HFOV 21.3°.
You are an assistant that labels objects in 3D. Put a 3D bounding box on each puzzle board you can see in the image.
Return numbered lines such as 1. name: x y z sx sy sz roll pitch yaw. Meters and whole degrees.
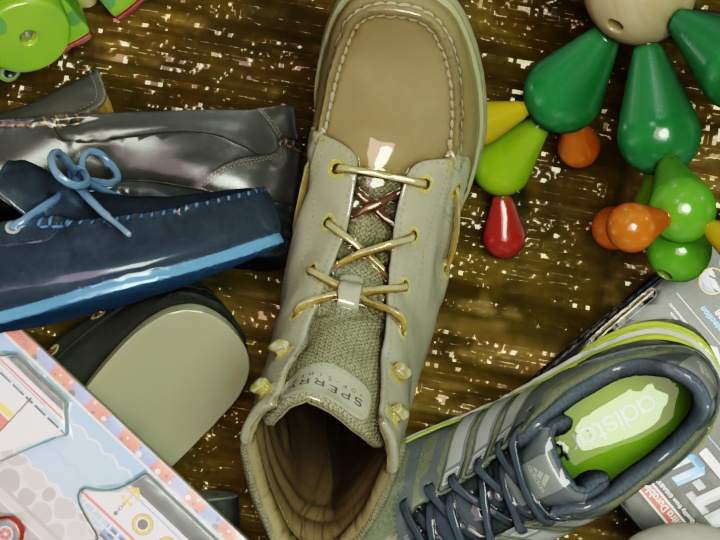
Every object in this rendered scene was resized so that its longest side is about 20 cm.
1. puzzle board: -0.138 0.130 0.794 0.200 0.017 0.151 43 92 1

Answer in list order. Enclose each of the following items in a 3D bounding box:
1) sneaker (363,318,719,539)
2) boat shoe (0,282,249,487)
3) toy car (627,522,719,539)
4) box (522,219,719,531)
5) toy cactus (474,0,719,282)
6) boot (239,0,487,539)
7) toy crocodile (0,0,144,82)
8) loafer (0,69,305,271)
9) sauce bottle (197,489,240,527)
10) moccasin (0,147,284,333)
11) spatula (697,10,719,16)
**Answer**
1. sneaker: 0.060 0.083 0.771 0.200 0.081 0.074 -35 85 1
2. boat shoe: -0.135 0.081 0.838 0.201 0.063 0.074 -40 110 2
3. toy car: 0.111 0.214 0.761 0.175 0.150 0.200 -39 88 29
4. box: 0.208 0.064 0.826 0.198 0.050 0.200 -41 87 4
5. toy cactus: 0.108 -0.076 0.771 0.102 0.200 0.165 -7 92 -30
6. boot: 0.000 0.000 0.745 0.072 0.155 0.200 11 126 6
7. toy crocodile: -0.116 -0.135 0.839 0.200 0.062 0.068 -33 47 3
8. loafer: -0.122 -0.052 0.837 0.200 0.073 0.072 11 82 -7
9. sauce bottle: -0.071 0.197 0.832 0.065 0.065 0.200 1 90 3
10. moccasin: -0.132 -0.014 0.759 0.200 0.080 0.068 -12 85 -7
11. spatula: 0.228 -0.091 0.826 0.200 0.057 0.021 9 86 6
